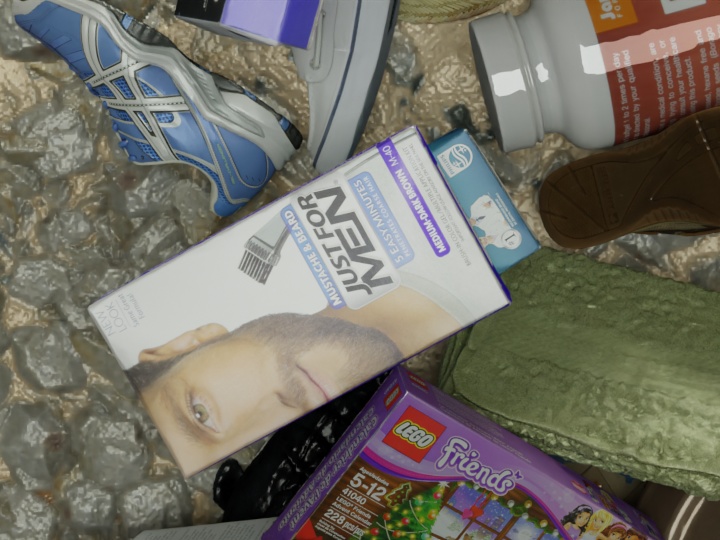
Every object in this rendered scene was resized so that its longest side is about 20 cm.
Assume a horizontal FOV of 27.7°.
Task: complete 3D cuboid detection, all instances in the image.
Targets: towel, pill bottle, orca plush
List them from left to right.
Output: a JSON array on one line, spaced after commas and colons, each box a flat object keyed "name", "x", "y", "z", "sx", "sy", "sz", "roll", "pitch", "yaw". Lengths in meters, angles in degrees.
[{"name": "orca plush", "x": -0.031, "y": 0.146, "z": 0.947, "sx": 0.200, "sy": 0.071, "sz": 0.105, "roll": -43, "pitch": 94, "yaw": 5}, {"name": "towel", "x": 0.151, "y": 0.058, "z": 0.895, "sx": 0.200, "sy": 0.037, "sz": 0.148, "roll": 13, "pitch": 54, "yaw": 18}, {"name": "pill bottle", "x": 0.172, "y": -0.138, "z": 0.892, "sx": 0.200, "sy": 0.112, "sz": 0.112, "roll": -15, "pitch": 96, "yaw": 2}]

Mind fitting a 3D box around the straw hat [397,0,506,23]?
[{"name": "straw hat", "x": 0.047, "y": -0.254, "z": 0.894, "sx": 0.201, "sy": 0.085, "sz": 0.201, "roll": 0, "pitch": 96, "yaw": 0}]

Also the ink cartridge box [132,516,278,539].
[{"name": "ink cartridge box", "x": -0.076, "y": 0.255, "z": 0.945, "sx": 0.200, "sy": 0.043, "sz": 0.197, "roll": -9, "pitch": 110, "yaw": 24}]

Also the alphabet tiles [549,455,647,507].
[{"name": "alphabet tiles", "x": 0.154, "y": 0.159, "z": 0.934, "sx": 0.167, "sy": 0.008, "sz": 0.200, "roll": -39, "pitch": 104, "yaw": -21}]

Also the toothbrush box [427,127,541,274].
[{"name": "toothbrush box", "x": 0.000, "y": 0.000, "z": 0.894, "sx": 0.200, "sy": 0.146, "sz": 0.085, "roll": -34, "pitch": 94, "yaw": 5}]

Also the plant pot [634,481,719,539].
[{"name": "plant pot", "x": 0.283, "y": 0.198, "z": 0.870, "sx": 0.200, "sy": 0.175, "sz": 0.200, "roll": -5, "pitch": 105, "yaw": -20}]

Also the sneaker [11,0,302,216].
[{"name": "sneaker", "x": -0.137, "y": -0.110, "z": 0.917, "sx": 0.200, "sy": 0.076, "sz": 0.077, "roll": 33, "pitch": 91, "yaw": -2}]

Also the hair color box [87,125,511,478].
[{"name": "hair color box", "x": -0.032, "y": 0.015, "z": 0.792, "sx": 0.200, "sy": 0.065, "sz": 0.109, "roll": -29, "pitch": 95, "yaw": 6}]

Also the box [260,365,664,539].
[{"name": "box", "x": 0.061, "y": 0.160, "z": 0.850, "sx": 0.200, "sy": 0.039, "sz": 0.137, "roll": 32, "pitch": 104, "yaw": -19}]

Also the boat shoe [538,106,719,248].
[{"name": "boat shoe", "x": 0.208, "y": -0.054, "z": 0.882, "sx": 0.200, "sy": 0.072, "sz": 0.072, "roll": -16, "pitch": 84, "yaw": 39}]

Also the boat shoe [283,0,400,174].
[{"name": "boat shoe", "x": -0.014, "y": -0.150, "z": 0.893, "sx": 0.065, "sy": 0.074, "sz": 0.200, "roll": 17, "pitch": 121, "yaw": 5}]

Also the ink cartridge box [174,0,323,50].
[{"name": "ink cartridge box", "x": -0.048, "y": -0.231, "z": 0.843, "sx": 0.043, "sy": 0.200, "sz": 0.198, "roll": 13, "pitch": 96, "yaw": -22}]
